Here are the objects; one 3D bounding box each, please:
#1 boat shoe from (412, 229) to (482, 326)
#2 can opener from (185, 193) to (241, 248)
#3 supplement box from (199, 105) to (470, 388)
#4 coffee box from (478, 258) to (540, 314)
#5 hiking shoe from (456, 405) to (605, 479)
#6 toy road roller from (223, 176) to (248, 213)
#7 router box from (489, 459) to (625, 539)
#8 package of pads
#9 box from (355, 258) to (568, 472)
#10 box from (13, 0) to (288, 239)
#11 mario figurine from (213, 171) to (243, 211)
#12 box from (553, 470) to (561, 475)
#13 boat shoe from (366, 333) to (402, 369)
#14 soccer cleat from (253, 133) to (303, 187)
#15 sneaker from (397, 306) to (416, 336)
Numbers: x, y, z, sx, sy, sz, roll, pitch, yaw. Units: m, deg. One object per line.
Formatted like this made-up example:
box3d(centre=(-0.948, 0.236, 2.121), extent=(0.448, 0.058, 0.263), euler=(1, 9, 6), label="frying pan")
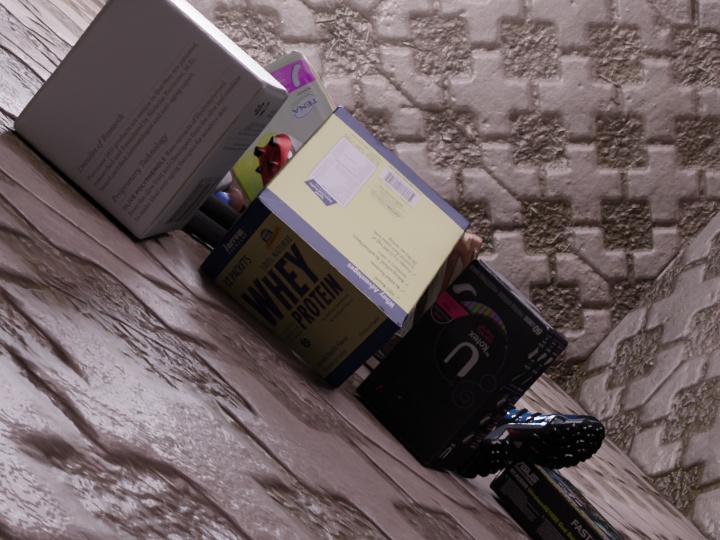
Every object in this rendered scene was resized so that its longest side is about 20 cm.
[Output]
box3d(centre=(0.110, 0.041, 1.760), extent=(0.071, 0.202, 0.076), euler=(9, 17, -6), label="boat shoe")
box3d(centre=(-0.167, -0.045, 1.642), extent=(0.067, 0.054, 0.200), euler=(0, -28, 44), label="can opener")
box3d(centre=(-0.024, -0.027, 1.488), extent=(0.200, 0.134, 0.200), euler=(41, 43, -3), label="supplement box")
box3d(centre=(0.113, 0.092, 1.664), extent=(0.080, 0.200, 0.114), euler=(44, 6, 19), label="coffee box")
box3d(centre=(0.193, 0.185, 1.646), extent=(0.198, 0.075, 0.087), euler=(-2, 37, -18), label="hiking shoe")
box3d(centre=(-0.169, -0.137, 1.947), extent=(0.200, 0.123, 0.146), euler=(48, -6, 37), label="toy road roller")
box3d(centre=(0.262, 0.319, 1.669), extent=(0.200, 0.062, 0.150), euler=(46, 6, 38), label="router box")
box3d(centre=(-0.090, -0.155, 1.728), extent=(0.201, 0.154, 0.068), euler=(61, -7, 7), label="package of pads")
box3d(centre=(0.113, 0.107, 1.541), extent=(0.122, 0.200, 0.106), euler=(43, 6, 24), label="box")
box3d(centre=(-0.203, -0.163, 1.406), extent=(0.171, 0.200, 0.199), euler=(40, 6, 1), label="box")
box3d(centre=(-0.198, -0.138, 1.731), extent=(0.122, 0.107, 0.200), euler=(8, -14, 17), label="mario figurine")
box3d(centre=(0.198, 0.233, 2.016), extent=(0.200, 0.044, 0.160), euler=(42, 5, -5), label="box")
box3d(centre=(0.012, 0.074, 1.842), extent=(0.072, 0.060, 0.200), euler=(39, 6, -30), label="boat shoe")
box3d(centre=(-0.086, -0.063, 1.634), extent=(0.085, 0.202, 0.068), euler=(17, -24, -35), label="soccer cleat")
box3d(centre=(0.112, 0.088, 1.938), extent=(0.199, 0.073, 0.114), euler=(1, -16, 20), label="sneaker")
